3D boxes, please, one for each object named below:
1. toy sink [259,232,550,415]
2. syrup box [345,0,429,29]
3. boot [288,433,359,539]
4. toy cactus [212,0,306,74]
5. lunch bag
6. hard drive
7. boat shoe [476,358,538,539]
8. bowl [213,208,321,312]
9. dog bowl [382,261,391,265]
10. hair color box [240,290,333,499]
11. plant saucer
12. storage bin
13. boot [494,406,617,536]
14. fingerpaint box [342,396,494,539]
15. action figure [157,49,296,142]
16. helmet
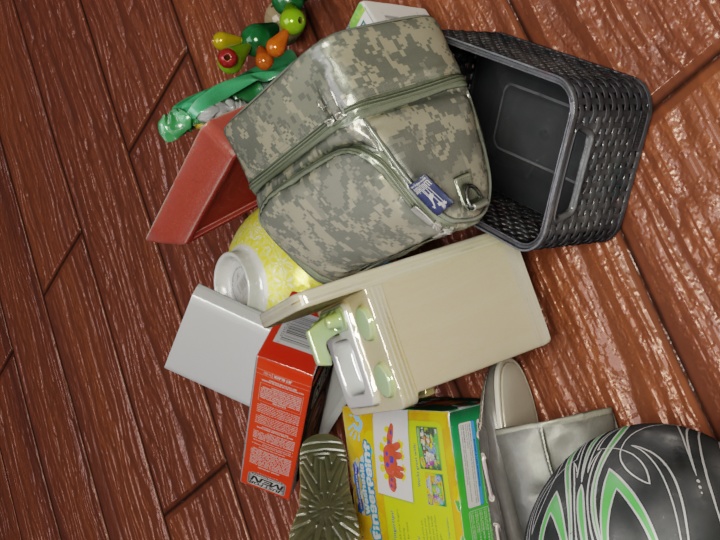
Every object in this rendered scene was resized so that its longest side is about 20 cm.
[{"bbox_3d":[0.035,0.053,0.851,0.130,0.199,0.112,-30,78,67],"label":"toy sink"},{"bbox_3d":[0.006,-0.156,0.985,0.200,0.081,0.079,-56,50,41],"label":"syrup box"},{"bbox_3d":[-0.032,0.286,1.035,0.200,0.066,0.176,91,-177,-51],"label":"boot"},{"bbox_3d":[-0.087,-0.277,1.054,0.201,0.102,0.165,-62,2,-8],"label":"toy cactus"},{"bbox_3d":[0.003,-0.087,0.808,0.200,0.139,0.168,-26,89,52],"label":"lunch bag"},{"bbox_3d":[-0.106,0.104,1.107,0.027,0.199,0.132,-70,7,-47],"label":"hard drive"},{"bbox_3d":[0.127,0.179,0.884,0.057,0.067,0.201,-13,87,39],"label":"boat shoe"},{"bbox_3d":[-0.099,0.014,1.133,0.200,0.107,0.201,11,104,52],"label":"bowl"},{"bbox_3d":[0.000,0.000,0.973,0.200,0.049,0.111,55,174,-8],"label":"dog bowl"},{"bbox_3d":[-0.071,0.130,1.032,0.061,0.102,0.200,19,133,6],"label":"hair color box"},{"bbox_3d":[-0.117,-0.112,1.075,0.037,0.200,0.200,49,137,10],"label":"plant saucer"},{"bbox_3d":[0.122,-0.112,0.825,0.200,0.093,0.136,34,121,45],"label":"storage bin"},{"bbox_3d":[0.142,0.224,0.809,0.073,0.181,0.201,158,96,-85],"label":"boot"},{"bbox_3d":[0.068,0.225,0.968,0.167,0.073,0.201,-9,88,53],"label":"fingerpaint box"},{"bbox_3d":[-0.128,-0.181,1.061,0.118,0.200,0.055,3,116,55],"label":"action figure"},{"bbox_3d":[0.203,0.203,0.686,0.200,0.199,0.191,-36,75,50],"label":"helmet"}]
